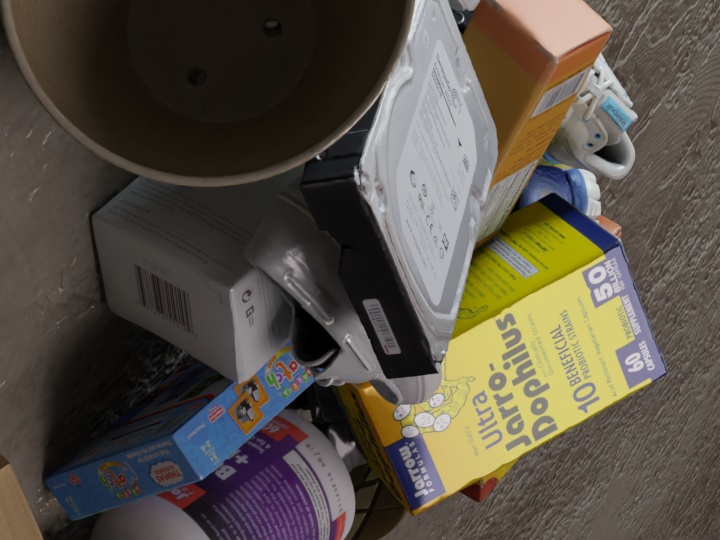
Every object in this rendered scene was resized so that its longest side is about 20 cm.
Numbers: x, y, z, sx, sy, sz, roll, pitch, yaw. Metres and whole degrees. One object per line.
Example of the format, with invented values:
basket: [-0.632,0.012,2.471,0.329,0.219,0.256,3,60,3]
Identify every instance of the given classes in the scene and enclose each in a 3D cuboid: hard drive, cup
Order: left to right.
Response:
cup: [-0.073,-0.133,1.144,0.201,0.200,0.143,-59,177,-5]
hard drive: [0.027,-0.059,1.233,0.200,0.038,0.140,-73,148,-48]

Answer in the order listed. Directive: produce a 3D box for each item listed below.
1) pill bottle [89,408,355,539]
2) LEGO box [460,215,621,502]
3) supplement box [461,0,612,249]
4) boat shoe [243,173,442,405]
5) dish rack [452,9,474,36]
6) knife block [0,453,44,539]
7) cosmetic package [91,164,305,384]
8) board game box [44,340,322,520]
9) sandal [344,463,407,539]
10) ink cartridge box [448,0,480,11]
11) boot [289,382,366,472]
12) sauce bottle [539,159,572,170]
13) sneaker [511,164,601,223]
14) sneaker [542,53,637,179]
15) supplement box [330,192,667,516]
pill bottle: [-0.103,0.177,1.457,0.200,0.111,0.112,-33,143,-45]
LEGO box: [0.120,0.060,1.792,0.200,0.077,0.149,-46,150,-30]
supplement box: [0.082,-0.094,1.440,0.069,0.067,0.200,-30,158,-43]
boat shoe: [-0.011,0.028,1.273,0.069,0.072,0.200,-45,149,-12]
dish rack: [0.063,-0.207,1.446,0.153,0.054,0.200,-46,151,-31]
knife block: [-0.193,0.196,1.297,0.175,0.064,0.201,15,102,-42]
cosmetic package: [-0.050,-0.040,1.337,0.200,0.113,0.081,-41,144,-33]
board game box: [-0.080,0.071,1.376,0.200,0.037,0.151,-41,-168,-37]
sandal: [0.017,0.112,1.673,0.054,0.080,0.201,-37,144,-71]
ink cartridge box: [0.058,-0.273,1.300,0.200,0.084,0.146,-55,138,-11]
boot: [0.010,0.041,1.567,0.131,0.070,0.201,-16,102,-17]
sauce bottle: [0.109,-0.106,1.621,0.065,0.065,0.200,-55,155,-13]
sneaker: [0.084,-0.012,1.645,0.089,0.079,0.200,20,127,-28]
sneaker: [0.143,-0.127,1.506,0.075,0.087,0.200,-52,147,-11]
supplement box: [0.083,0.053,1.507,0.199,0.110,0.109,-29,117,-9]
